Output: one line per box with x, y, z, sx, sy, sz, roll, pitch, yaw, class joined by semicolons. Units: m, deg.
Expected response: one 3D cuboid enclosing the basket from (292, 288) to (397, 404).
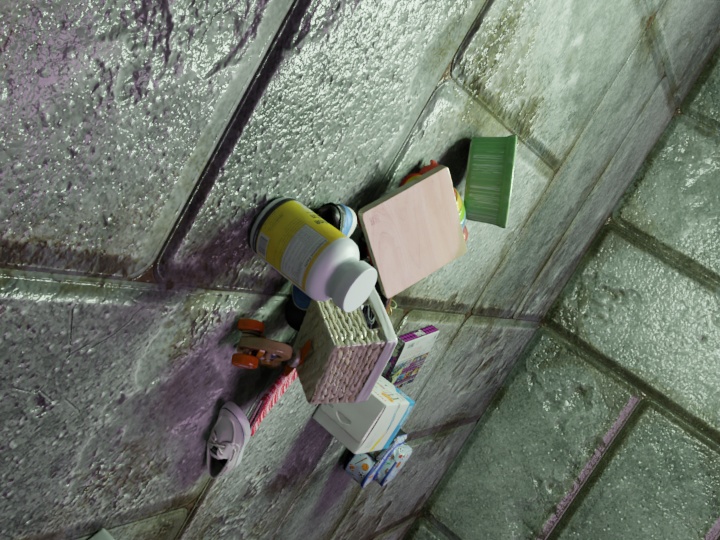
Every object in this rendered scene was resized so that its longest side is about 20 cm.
-0.036;0.139;1.447;0.122;0.136;0.201;-6;141;-26;basket

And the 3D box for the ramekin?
0.280;-0.196;1.747;0.200;0.097;0.203;7;90;-81;ramekin

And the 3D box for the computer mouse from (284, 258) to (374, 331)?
-0.048;0.063;1.532;0.198;0.053;0.140;-15;108;-29;computer mouse

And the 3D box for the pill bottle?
-0.073;-0.023;1.274;0.112;0.199;0.113;-41;153;-26;pill bottle

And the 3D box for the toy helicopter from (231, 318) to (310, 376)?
-0.157;0.151;1.455;0.200;0.131;0.080;104;-6;-73;toy helicopter

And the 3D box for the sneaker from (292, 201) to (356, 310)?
-0.079;-0.026;1.405;0.201;0.076;0.111;-62;161;4;sneaker

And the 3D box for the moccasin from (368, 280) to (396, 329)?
0.032;0.081;1.666;0.078;0.073;0.204;-38;139;-69;moccasin

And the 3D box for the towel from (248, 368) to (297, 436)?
-0.153;0.224;1.574;0.200;0.022;0.145;-51;173;-44;towel

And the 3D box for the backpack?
0.048;0.527;2.285;0.191;0.154;0.200;-46;160;6;backpack

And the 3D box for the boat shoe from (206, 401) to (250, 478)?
-0.263;0.331;1.545;0.066;0.072;0.201;-39;160;-41;boat shoe

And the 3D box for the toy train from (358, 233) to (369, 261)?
0.000;0.000;1.643;0.046;0.034;0.201;-28;145;-41;toy train

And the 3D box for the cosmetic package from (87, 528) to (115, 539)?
-0.469;0.597;1.380;0.199;0.164;0.166;-35;149;-36;cosmetic package

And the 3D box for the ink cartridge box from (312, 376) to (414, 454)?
0.011;0.342;1.965;0.145;0.147;0.200;-58;156;7;ink cartridge box

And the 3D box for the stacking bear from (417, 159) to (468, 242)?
0.159;-0.136;1.676;0.201;0.112;0.122;71;20;-48;stacking bear

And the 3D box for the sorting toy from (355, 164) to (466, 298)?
0.093;-0.083;1.566;0.198;0.070;0.201;-30;125;-16;sorting toy

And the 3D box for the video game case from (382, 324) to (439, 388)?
0.122;0.244;2.180;0.199;0.036;0.183;-12;132;-57;video game case
